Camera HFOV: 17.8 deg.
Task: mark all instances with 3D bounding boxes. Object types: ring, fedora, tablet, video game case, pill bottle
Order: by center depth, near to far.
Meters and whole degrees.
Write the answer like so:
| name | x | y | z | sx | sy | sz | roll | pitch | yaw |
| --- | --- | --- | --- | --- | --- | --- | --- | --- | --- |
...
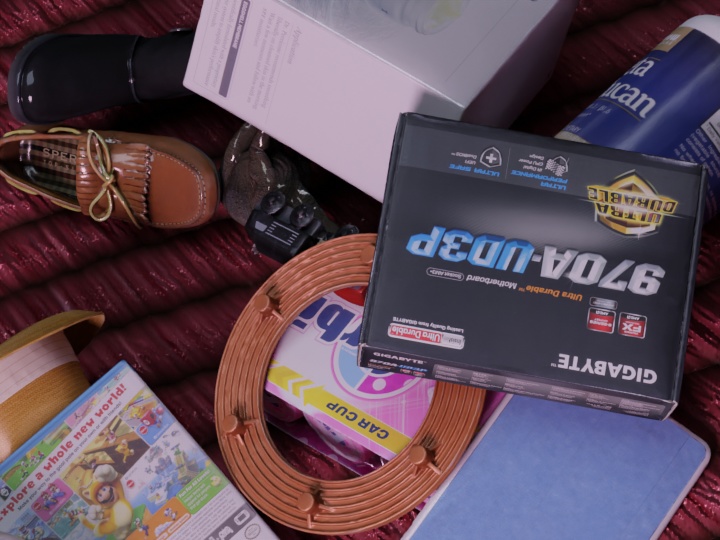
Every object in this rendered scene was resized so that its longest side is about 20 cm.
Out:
| name | x | y | z | sx | sy | sz | roll | pitch | yaw |
| --- | --- | --- | --- | --- | --- | --- | --- | --- | --- |
| tablet | 0.116 | 0.152 | 1.435 | 0.130 | 0.014 | 0.200 | 36 | 72 | 5 |
| ring | -0.011 | 0.070 | 1.475 | 0.200 | 0.019 | 0.201 | -11 | 68 | 27 |
| video game case | -0.142 | 0.179 | 1.485 | 0.143 | 0.018 | 0.200 | -41 | 84 | -9 |
| pill bottle | 0.224 | -0.100 | 1.540 | 0.200 | 0.111 | 0.111 | -41 | 52 | -10 |
| fedora | -0.238 | 0.111 | 1.559 | 0.200 | 0.201 | 0.082 | -38 | 82 | -7 |

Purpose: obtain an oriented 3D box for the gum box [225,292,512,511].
| name | x | y | z | sx | sy | sz | roll | pitch | yaw |
| --- | --- | --- | --- | --- | --- | --- | --- | --- | --- |
| gum box | 0.016 | 0.073 | 1.529 | 0.200 | 0.066 | 0.114 | 27 | 68 | 34 |

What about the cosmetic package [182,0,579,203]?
| name | x | y | z | sx | sy | sz | roll | pitch | yaw |
| --- | --- | --- | --- | --- | --- | --- | --- | --- | --- |
| cosmetic package | 0.021 | -0.170 | 1.576 | 0.199 | 0.123 | 0.199 | 31 | 48 | 10 |

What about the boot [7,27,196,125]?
| name | x | y | z | sx | sy | sz | roll | pitch | yaw |
| --- | --- | --- | --- | --- | --- | --- | --- | --- | --- |
| boot | -0.135 | -0.146 | 1.687 | 0.199 | 0.066 | 0.165 | 4 | 19 | 30 |

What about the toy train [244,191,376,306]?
| name | x | y | z | sx | sy | sz | roll | pitch | yaw |
| --- | --- | --- | --- | --- | --- | --- | --- | --- | --- |
| toy train | 0.000 | 0.000 | 1.523 | 0.199 | 0.034 | 0.046 | 25 | 69 | 34 |

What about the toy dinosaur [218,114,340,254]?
| name | x | y | z | sx | sy | sz | roll | pitch | yaw |
| --- | --- | --- | --- | --- | --- | --- | --- | --- | --- |
| toy dinosaur | -0.073 | -0.069 | 1.655 | 0.200 | 0.077 | 0.103 | 37 | 108 | 50 |

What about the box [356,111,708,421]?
| name | x | y | z | sx | sy | sz | roll | pitch | yaw |
| --- | --- | --- | --- | --- | --- | --- | --- | --- | --- |
| box | 0.107 | -0.003 | 1.428 | 0.199 | 0.046 | 0.160 | 11 | 71 | 1 |

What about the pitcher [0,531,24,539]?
| name | x | y | z | sx | sy | sz | roll | pitch | yaw |
| --- | --- | --- | --- | --- | --- | --- | --- | --- | --- |
| pitcher | -0.242 | 0.277 | 1.429 | 0.172 | 0.121 | 0.200 | 43 | 119 | 23 |

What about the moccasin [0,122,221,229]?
| name | x | y | z | sx | sy | sz | roll | pitch | yaw |
| --- | --- | --- | --- | --- | --- | --- | --- | --- | --- |
| moccasin | -0.189 | -0.072 | 1.693 | 0.201 | 0.074 | 0.078 | 20 | 21 | 31 |
